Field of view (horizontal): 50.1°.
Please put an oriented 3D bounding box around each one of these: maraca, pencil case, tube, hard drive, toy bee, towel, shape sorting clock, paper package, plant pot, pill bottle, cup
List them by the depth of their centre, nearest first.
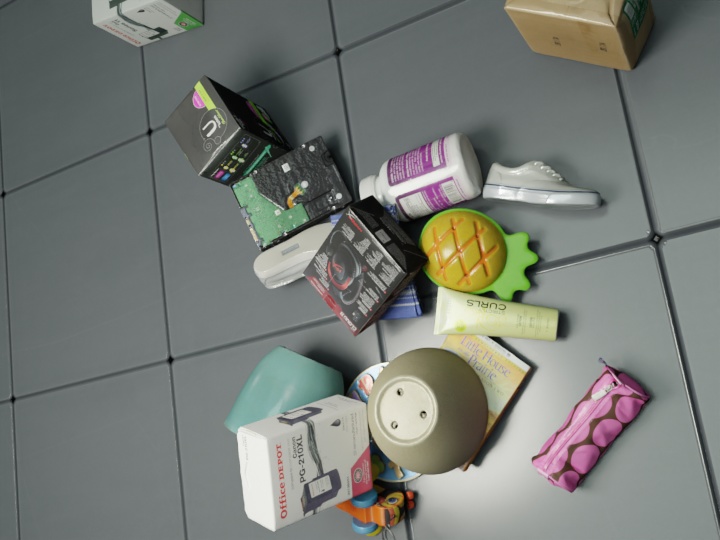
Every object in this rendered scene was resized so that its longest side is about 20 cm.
[{"bbox_3d":[0.338,0.237,1.150,0.090,0.093,0.202,38,102,26],"label":"pencil case"},{"bbox_3d":[0.338,-0.399,1.178,0.188,0.199,0.106,21,93,27],"label":"paper package"},{"bbox_3d":[0.090,0.217,1.196,0.196,0.143,0.206,-4,79,19],"label":"cup"},{"bbox_3d":[0.217,0.077,1.234,0.195,0.053,0.059,7,48,15],"label":"tube"},{"bbox_3d":[0.189,-0.024,1.262,0.196,0.107,0.140,17,99,14],"label":"maraca"},{"bbox_3d":[0.033,0.403,1.302,0.200,0.107,0.133,44,135,38],"label":"toy bee"},{"bbox_3d":[0.101,-0.150,1.320,0.196,0.112,0.115,-18,75,25],"label":"pill bottle"},{"bbox_3d":[0.053,0.262,1.331,0.196,0.039,0.205,-4,81,28],"label":"shape sorting clock"},{"bbox_3d":[0.028,-0.009,1.342,0.142,0.024,0.204,-7,103,38],"label":"towel"},{"bbox_3d":[-0.117,0.229,1.345,0.197,0.200,0.164,19,83,29],"label":"plant pot"},{"bbox_3d":[-0.129,-0.142,1.436,0.197,0.038,0.142,-28,82,-2],"label":"hard drive"}]

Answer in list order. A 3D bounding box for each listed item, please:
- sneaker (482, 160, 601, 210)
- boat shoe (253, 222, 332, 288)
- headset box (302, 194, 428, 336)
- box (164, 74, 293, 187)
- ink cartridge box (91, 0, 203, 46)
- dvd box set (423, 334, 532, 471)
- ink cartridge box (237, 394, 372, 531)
[{"bbox_3d":[0.290,-0.140,1.239,0.196,0.073,0.073,11,91,29],"label":"sneaker"},{"bbox_3d":[-0.099,-0.022,1.433,0.197,0.069,0.073,-28,46,-4],"label":"boat shoe"},{"bbox_3d":[0.000,0.000,1.300,0.149,0.075,0.201,48,131,13],"label":"headset box"},{"bbox_3d":[-0.243,-0.250,1.469,0.124,0.199,0.150,-44,66,16],"label":"box"},{"bbox_3d":[-0.459,-0.568,1.662,0.196,0.146,0.085,-7,81,28],"label":"ink cartridge box"},{"bbox_3d":[0.169,0.201,1.264,0.145,0.029,0.202,35,93,22],"label":"dvd box set"},{"bbox_3d":[-0.083,0.296,1.205,0.083,0.197,0.149,4,102,50],"label":"ink cartridge box"}]
